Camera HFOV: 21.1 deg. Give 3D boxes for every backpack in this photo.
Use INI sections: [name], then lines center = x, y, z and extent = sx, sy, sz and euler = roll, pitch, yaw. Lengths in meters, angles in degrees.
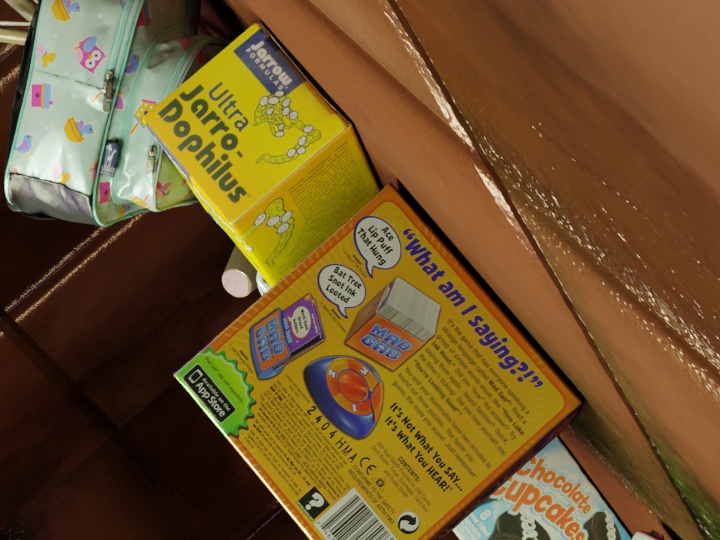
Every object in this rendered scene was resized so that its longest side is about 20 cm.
[backpack]
center = -0.180, -0.140, 1.475
extent = 0.152, 0.202, 0.176
euler = 7, -172, 15

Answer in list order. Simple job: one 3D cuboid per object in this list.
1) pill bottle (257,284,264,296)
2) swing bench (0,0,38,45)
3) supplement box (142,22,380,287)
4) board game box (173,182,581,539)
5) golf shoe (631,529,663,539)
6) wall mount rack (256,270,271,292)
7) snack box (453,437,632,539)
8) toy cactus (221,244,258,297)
[pill bottle]
center = 0.005, 0.049, 1.736
extent = 0.200, 0.111, 0.111
euler = 48, 176, 28
[swing bench]
center = -0.338, -0.269, 1.739
extent = 0.198, 0.131, 0.199
euler = 25, 164, -3
[supplement box]
center = -0.062, -0.071, 1.406
extent = 0.109, 0.109, 0.200
euler = 48, 175, 21
[board game box]
center = 0.016, 0.094, 1.383
extent = 0.200, 0.199, 0.200
euler = 49, 177, 9
[golf shoe]
center = 0.244, 0.284, 1.388
extent = 0.200, 0.091, 0.075
euler = 48, 174, 7
[wall mount rack]
center = 0.000, 0.000, 1.611
extent = 0.172, 0.075, 0.200
euler = 12, -172, -5
[snack box]
center = 0.140, 0.204, 1.620
extent = 0.200, 0.116, 0.037
euler = 52, 175, -27
[toy cactus]
center = -0.094, -0.029, 1.853
extent = 0.201, 0.102, 0.165
euler = 56, -145, -15
